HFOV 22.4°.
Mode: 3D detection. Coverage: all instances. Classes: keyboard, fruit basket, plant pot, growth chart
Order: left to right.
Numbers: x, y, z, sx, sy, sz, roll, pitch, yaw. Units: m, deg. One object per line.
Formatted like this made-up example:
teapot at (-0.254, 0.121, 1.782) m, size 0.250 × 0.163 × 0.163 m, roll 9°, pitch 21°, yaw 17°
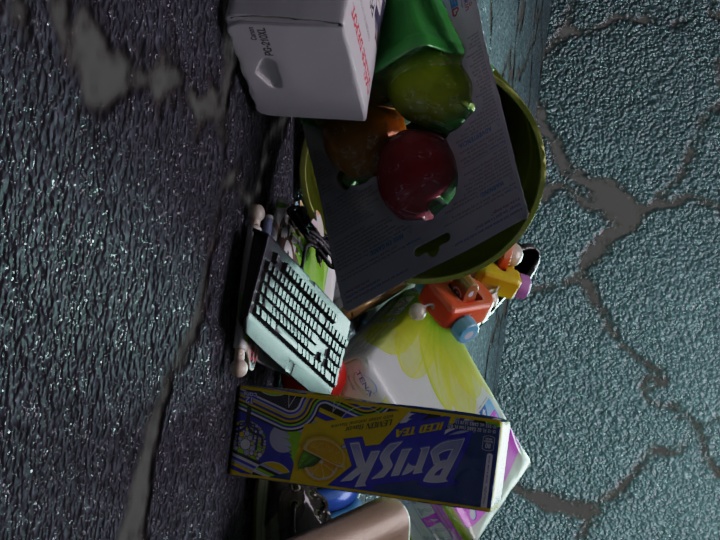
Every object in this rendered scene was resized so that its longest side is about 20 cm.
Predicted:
growth chart at (-0.055, 0.015, 1.384) m, size 0.200 × 0.018 × 0.146 m, roll 22°, pitch 72°, yaw -71°
keyboard at (-0.042, 0.015, 1.364) m, size 0.200 × 0.020 × 0.128 m, roll 50°, pitch 45°, yaw -65°
fruit basket at (0.037, -0.094, 1.339) m, size 0.093 × 0.185 × 0.201 m, roll 3°, pitch 65°, yaw -49°
plant pot at (0.049, -0.121, 1.545) m, size 0.193 × 0.199 × 0.202 m, roll -91°, pitch -178°, yaw -63°

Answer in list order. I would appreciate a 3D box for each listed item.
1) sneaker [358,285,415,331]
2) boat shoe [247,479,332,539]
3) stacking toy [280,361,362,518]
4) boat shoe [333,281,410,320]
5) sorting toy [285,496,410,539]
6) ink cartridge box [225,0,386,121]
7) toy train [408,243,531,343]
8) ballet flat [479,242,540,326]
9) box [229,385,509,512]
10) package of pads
sneaker at (0.053, 0.023, 1.811) m, size 0.200 × 0.077 × 0.076 m, roll 125°, pitch -15°, yaw -61°
boat shoe at (-0.053, 0.199, 1.436) m, size 0.072 × 0.066 × 0.202 m, roll 25°, pitch 72°, yaw -82°
stacking toy at (-0.038, 0.156, 1.508) m, size 0.085 × 0.085 × 0.201 m, roll -55°, pitch 143°, yaw -71°
boat shoe at (0.000, 0.000, 1.616) m, size 0.070 × 0.071 × 0.200 m, roll 57°, pitch 12°, yaw 3°
sorting toy at (-0.043, 0.285, 1.391) m, size 0.184 × 0.036 × 0.201 m, roll -20°, pitch 123°, yaw -33°
ink cartridge box at (-0.027, -0.224, 1.263) m, size 0.145 × 0.084 × 0.201 m, roll 73°, pitch 25°, yaw -67°
toy train at (0.076, -0.026, 1.595) m, size 0.200 × 0.150 × 0.056 m, roll 55°, pitch -50°, yaw 34°
ballet flat at (0.115, 0.006, 1.672) m, size 0.067 × 0.057 × 0.200 m, roll 64°, pitch 24°, yaw -7°
box at (0.008, 0.132, 1.352) m, size 0.064 × 0.199 × 0.071 m, roll 22°, pitch 75°, yaw -80°
package of pads at (0.056, 0.134, 1.585) m, size 0.201 × 0.068 × 0.154 m, roll 59°, pitch 35°, yaw -9°
